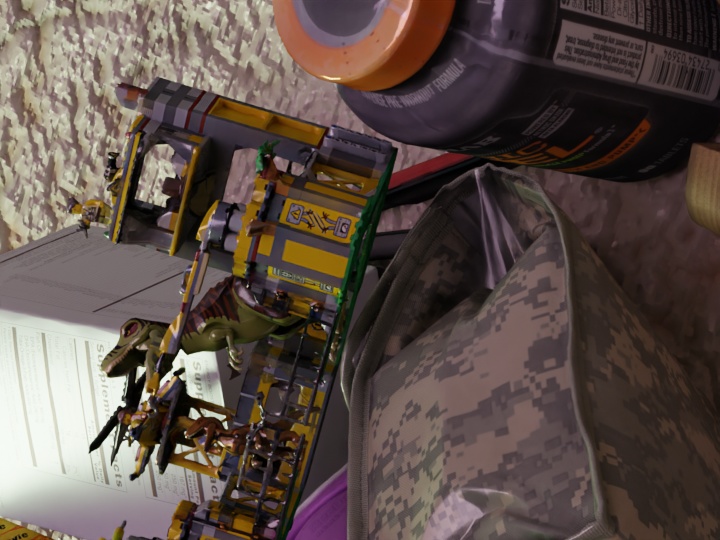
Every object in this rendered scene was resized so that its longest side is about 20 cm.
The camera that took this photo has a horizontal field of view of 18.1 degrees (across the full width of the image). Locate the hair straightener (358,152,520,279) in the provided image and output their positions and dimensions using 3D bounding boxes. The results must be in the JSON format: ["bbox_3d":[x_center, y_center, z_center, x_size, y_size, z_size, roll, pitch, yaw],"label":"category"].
[{"bbox_3d":[0.000,0.000,1.020,0.199,0.041,0.078,-15,78,39],"label":"hair straightener"}]

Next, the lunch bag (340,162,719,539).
[{"bbox_3d":[0.077,0.079,0.827,0.117,0.164,0.201,-27,38,23],"label":"lunch bag"}]

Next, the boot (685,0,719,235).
[{"bbox_3d":[0.193,-0.084,0.834,0.144,0.070,0.203,24,117,46],"label":"boot"}]

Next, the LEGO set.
[{"bbox_3d":[-0.066,0.022,0.826,0.115,0.154,0.201,16,120,3],"label":"LEGO set"}]

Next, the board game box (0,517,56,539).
[{"bbox_3d":[-0.167,0.260,1.007,0.199,0.199,0.202,14,117,40],"label":"board game box"}]

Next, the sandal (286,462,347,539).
[{"bbox_3d":[0.029,0.061,0.932,0.203,0.050,0.082,-51,36,-8],"label":"sandal"}]

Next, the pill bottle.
[{"bbox_3d":[0.055,-0.096,0.873,0.106,0.199,0.107,-4,83,40],"label":"pill bottle"}]

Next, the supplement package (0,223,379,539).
[{"bbox_3d":[-0.093,0.055,1.032,0.199,0.113,0.111,9,114,41],"label":"supplement package"}]
